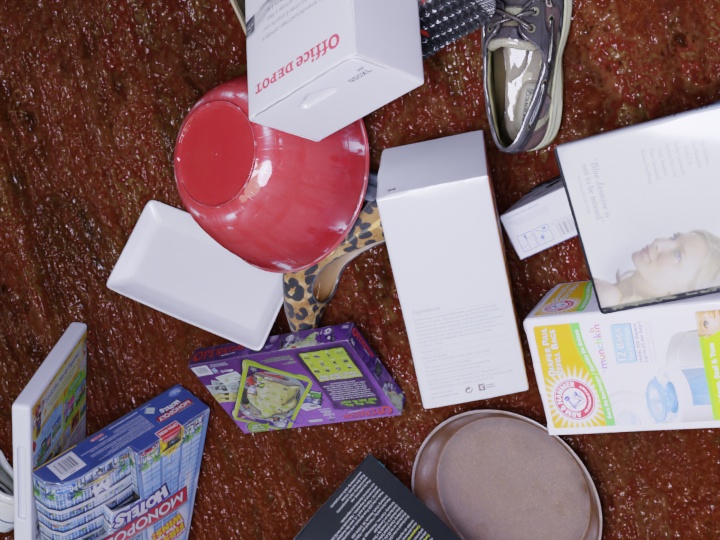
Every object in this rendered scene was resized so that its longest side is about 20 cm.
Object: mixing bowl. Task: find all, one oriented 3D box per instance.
[{"bbox_3d":[-0.101,-0.102,1.135,0.198,0.108,0.204,-3,84,34],"label":"mixing bowl"}]

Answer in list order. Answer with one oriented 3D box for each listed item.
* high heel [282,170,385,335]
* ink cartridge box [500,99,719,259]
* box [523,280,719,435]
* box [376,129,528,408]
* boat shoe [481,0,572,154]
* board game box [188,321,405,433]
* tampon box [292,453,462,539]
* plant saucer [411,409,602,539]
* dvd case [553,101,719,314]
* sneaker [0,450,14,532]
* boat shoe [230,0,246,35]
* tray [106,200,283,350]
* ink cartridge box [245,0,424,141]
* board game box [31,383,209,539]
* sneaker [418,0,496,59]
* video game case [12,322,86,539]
[{"bbox_3d":[0.000,0.000,1.181,0.141,0.071,0.203,18,112,19],"label":"high heel"},{"bbox_3d":[0.221,-0.077,1.023,0.198,0.094,0.045,-25,96,32],"label":"ink cartridge box"},{"bbox_3d":[0.255,0.068,1.053,0.197,0.101,0.114,-7,104,29],"label":"box"},{"bbox_3d":[0.082,-0.002,1.076,0.096,0.125,0.203,-10,113,8],"label":"box"},{"bbox_3d":[0.138,-0.198,1.039,0.072,0.065,0.203,2,107,30],"label":"boat shoe"},{"bbox_3d":[-0.066,0.114,1.250,0.197,0.033,0.121,-10,128,29],"label":"board game box"},{"bbox_3d":[0.025,0.316,1.218,0.200,0.126,0.150,42,147,8],"label":"tampon box"},{"bbox_3d":[0.147,0.225,1.206,0.197,0.034,0.204,10,112,25],"label":"plant saucer"},{"bbox_3d":[0.261,-0.051,0.945,0.197,0.018,0.145,-13,101,29],"label":"dvd case"},{"bbox_3d":[-0.486,0.234,1.525,0.199,0.073,0.071,41,112,-2],"label":"sneaker"},{"bbox_3d":[-0.104,-0.295,1.132,0.073,0.063,0.202,-21,97,32],"label":"boat shoe"},{"bbox_3d":[-0.161,0.005,1.266,0.198,0.022,0.109,20,77,23],"label":"tray"},{"bbox_3d":[-0.027,-0.232,1.034,0.144,0.083,0.203,-22,64,45],"label":"ink cartridge box"},{"bbox_3d":[-0.256,0.260,1.355,0.061,0.199,0.202,29,134,33],"label":"board game box"},{"bbox_3d":[0.050,-0.245,1.074,0.199,0.070,0.095,-16,57,52],"label":"sneaker"},{"bbox_3d":[-0.341,0.182,1.350,0.022,0.201,0.185,7,113,3],"label":"video game case"}]
